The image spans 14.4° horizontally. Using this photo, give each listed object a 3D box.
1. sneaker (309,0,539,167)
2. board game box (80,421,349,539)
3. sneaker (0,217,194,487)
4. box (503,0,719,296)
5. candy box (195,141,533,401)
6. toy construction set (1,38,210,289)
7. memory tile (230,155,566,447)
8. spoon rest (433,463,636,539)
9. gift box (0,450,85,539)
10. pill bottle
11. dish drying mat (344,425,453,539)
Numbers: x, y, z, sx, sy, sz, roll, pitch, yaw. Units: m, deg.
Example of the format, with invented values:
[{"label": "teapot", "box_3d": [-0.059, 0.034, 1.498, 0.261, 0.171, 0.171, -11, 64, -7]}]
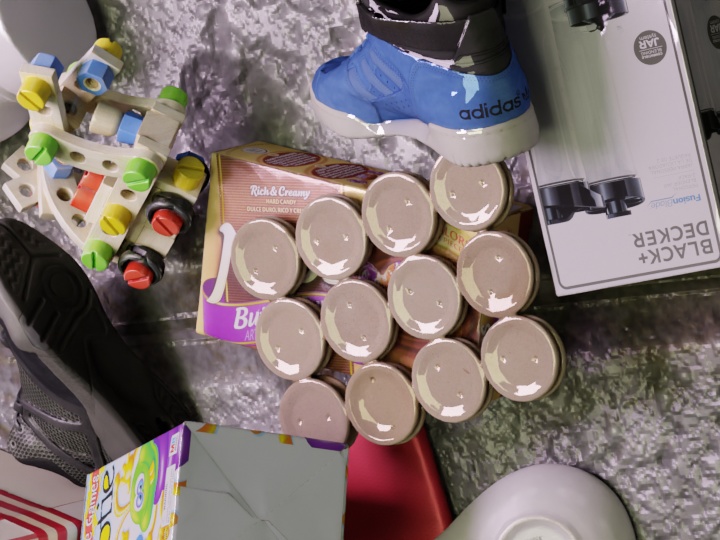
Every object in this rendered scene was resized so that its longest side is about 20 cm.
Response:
[{"label": "sneaker", "box_3d": [0.026, -0.130, 1.595, 0.200, 0.077, 0.111, 25, 133, 61]}, {"label": "board game box", "box_3d": [-0.092, 0.161, 1.686, 0.200, 0.105, 0.103, 149, 128, -64]}, {"label": "sneaker", "box_3d": [-0.201, 0.062, 1.798, 0.114, 0.076, 0.199, -20, 117, 38]}, {"label": "box", "box_3d": [0.149, -0.094, 1.570, 0.117, 0.060, 0.200, -10, 95, 35]}, {"label": "candy box", "box_3d": [0.000, 0.000, 1.691, 0.200, 0.056, 0.117, 15, 108, 29]}, {"label": "toy construction set", "box_3d": [-0.162, -0.060, 1.733, 0.131, 0.092, 0.200, 25, 158, -7]}, {"label": "memory tile", "box_3d": [0.020, 0.021, 1.639, 0.200, 0.017, 0.153, -18, 90, 34]}, {"label": "spoon rest", "box_3d": [0.066, 0.175, 1.677, 0.200, 0.061, 0.099, -15, 92, 14]}, {"label": "gift box", "box_3d": [-0.237, 0.233, 1.827, 0.187, 0.184, 0.200, 16, 112, 39]}, {"label": "pill bottle", "box_3d": [-0.269, -0.126, 1.806, 0.200, 0.114, 0.114, -22, 87, 34]}, {"label": "dish drying mat", "box_3d": [0.029, 0.174, 1.731, 0.077, 0.018, 0.200, -17, 89, 32]}]
